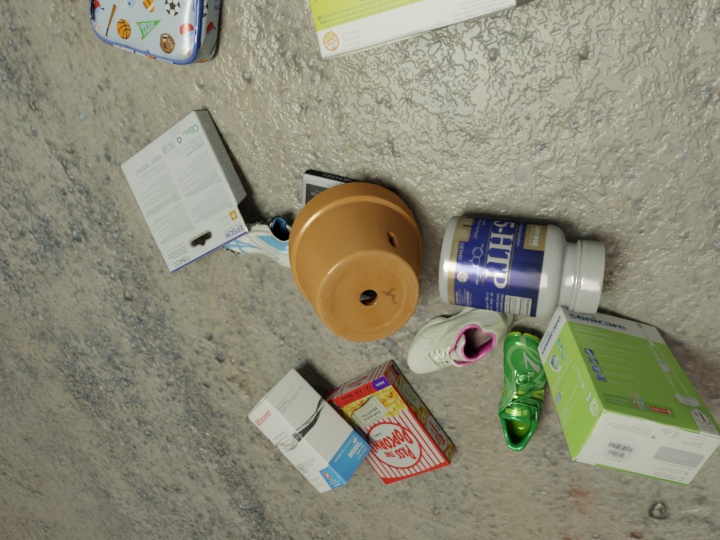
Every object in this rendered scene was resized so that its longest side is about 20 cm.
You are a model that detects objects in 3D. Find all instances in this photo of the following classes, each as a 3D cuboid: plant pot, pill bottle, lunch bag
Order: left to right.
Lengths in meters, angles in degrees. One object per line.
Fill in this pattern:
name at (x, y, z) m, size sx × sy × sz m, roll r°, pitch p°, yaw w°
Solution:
lunch bag at (-0.292, -0.386, 0.763) m, size 0.196 × 0.076 × 0.163 m, roll 20°, pitch 119°, yaw 11°
plant pot at (0.000, 0.000, 0.752) m, size 0.195 × 0.141 × 0.204 m, roll -4°, pitch 120°, yaw -7°
pill bottle at (0.209, -0.003, 0.721) m, size 0.196 × 0.120 × 0.122 m, roll 7°, pitch 118°, yaw 18°

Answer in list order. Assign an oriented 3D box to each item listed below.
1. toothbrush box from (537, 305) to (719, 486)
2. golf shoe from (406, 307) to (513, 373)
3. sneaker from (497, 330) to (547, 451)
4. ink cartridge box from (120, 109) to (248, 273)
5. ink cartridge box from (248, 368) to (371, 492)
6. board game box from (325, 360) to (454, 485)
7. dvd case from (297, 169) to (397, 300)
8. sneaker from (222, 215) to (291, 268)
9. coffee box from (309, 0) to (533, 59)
toothbrush box at (0.322, 0.145, 0.685) m, size 0.142 × 0.201 × 0.087 m, roll 13°, pitch 123°, yaw -4°
golf shoe at (0.138, 0.111, 0.828) m, size 0.075 × 0.092 × 0.199 m, roll 45°, pitch 125°, yaw -7°
sneaker at (0.246, 0.185, 0.824) m, size 0.072 × 0.084 × 0.204 m, roll 3°, pitch 116°, yaw 21°
ink cartridge box at (-0.280, -0.123, 0.894) m, size 0.194 × 0.043 × 0.203 m, roll -21°, pitch 97°, yaw 29°
ink cartridge box at (-0.096, 0.290, 0.986) m, size 0.200 × 0.084 × 0.145 m, roll 45°, pitch 146°, yaw 2°
board game box at (0.050, 0.274, 0.973) m, size 0.150 × 0.046 × 0.201 m, roll -31°, pitch 101°, yaw 32°
dvd case at (-0.025, -0.043, 0.856) m, size 0.147 × 0.025 × 0.204 m, roll 15°, pitch 121°, yaw 15°
sneaker at (-0.152, -0.055, 0.869) m, size 0.197 × 0.071 × 0.074 m, roll 14°, pitch 106°, yaw 31°
coffee box at (0.060, -0.351, 0.557) m, size 0.196 × 0.200 × 0.202 m, roll -5°, pitch 113°, yaw 25°
